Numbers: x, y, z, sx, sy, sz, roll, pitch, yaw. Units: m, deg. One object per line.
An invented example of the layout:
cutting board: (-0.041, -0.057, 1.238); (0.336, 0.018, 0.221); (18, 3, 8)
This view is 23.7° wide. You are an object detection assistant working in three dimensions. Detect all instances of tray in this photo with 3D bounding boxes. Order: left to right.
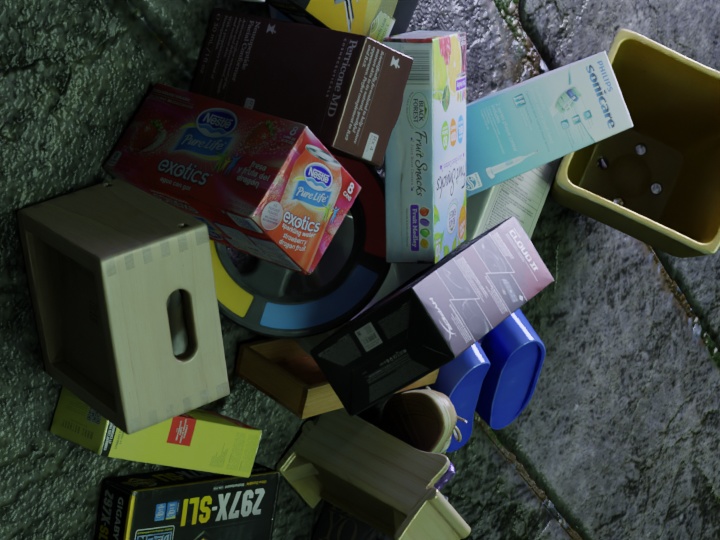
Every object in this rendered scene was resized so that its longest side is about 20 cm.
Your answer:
tray: (-0.020, 0.095, 1.724); (0.199, 0.098, 0.037); (-9, 121, -47)

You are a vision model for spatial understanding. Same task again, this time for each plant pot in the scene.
plant pot: (0.326, -0.127, 1.966); (0.200, 0.194, 0.195); (118, -3, -80)

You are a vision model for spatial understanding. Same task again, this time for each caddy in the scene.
caddy: (0.114, 0.099, 1.850); (0.141, 0.105, 0.201); (-23, 147, -24)

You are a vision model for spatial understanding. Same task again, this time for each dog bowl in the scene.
dog bowl: (0.000, 0.000, 1.676); (0.199, 0.058, 0.202); (20, 59, -36)

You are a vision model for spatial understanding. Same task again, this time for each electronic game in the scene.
electronic game: (-0.066, -0.037, 1.582); (0.201, 0.199, 0.042); (-62, 177, -14)

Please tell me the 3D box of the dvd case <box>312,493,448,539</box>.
dvd case: (0.000, 0.307, 1.781); (0.016, 0.148, 0.201); (27, 82, -45)

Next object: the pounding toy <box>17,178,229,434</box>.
pounding toy: (-0.189, 0.036, 1.470); (0.141, 0.184, 0.202); (-21, 118, -30)

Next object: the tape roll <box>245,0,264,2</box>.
tape roll: (-0.162, -0.297, 1.356); (0.202, 0.202, 0.140); (3, 100, -49)

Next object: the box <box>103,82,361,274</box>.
box: (-0.112, -0.081, 1.484); (0.096, 0.199, 0.100); (-59, 138, -14)

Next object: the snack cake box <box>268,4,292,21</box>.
snack cake box: (-0.030, -0.276, 1.617); (0.115, 0.067, 0.201); (-36, 127, -34)

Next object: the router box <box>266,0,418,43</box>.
router box: (0.002, -0.304, 1.552); (0.157, 0.052, 0.201); (28, 81, -49)

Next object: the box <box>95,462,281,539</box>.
box: (-0.170, 0.273, 1.654); (0.199, 0.049, 0.161); (0, 100, -49)

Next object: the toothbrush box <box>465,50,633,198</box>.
toothbrush box: (0.153, -0.141, 1.746); (0.199, 0.146, 0.086); (-22, 94, -14)

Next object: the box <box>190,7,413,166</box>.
box: (-0.057, -0.164, 1.519); (0.075, 0.199, 0.101); (17, 89, -49)

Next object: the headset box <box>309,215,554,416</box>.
headset box: (0.072, 0.037, 1.571); (0.200, 0.148, 0.078); (-32, 89, -49)

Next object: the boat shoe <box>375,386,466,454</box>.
boat shoe: (0.060, 0.165, 1.787); (0.062, 0.200, 0.074); (-18, 78, -25)

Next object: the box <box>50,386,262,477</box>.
box: (-0.184, 0.148, 1.576); (0.199, 0.075, 0.051); (18, 88, -49)

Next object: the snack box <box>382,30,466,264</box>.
snack box: (0.061, -0.117, 1.582); (0.142, 0.053, 0.202); (-31, 122, -71)

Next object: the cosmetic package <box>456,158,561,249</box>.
cosmetic package: (0.139, -0.068, 1.875); (0.103, 0.073, 0.201); (30, 79, -49)

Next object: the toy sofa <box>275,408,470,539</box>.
toy sofa: (0.019, 0.217, 1.735); (0.098, 0.199, 0.083); (-52, 135, -16)
